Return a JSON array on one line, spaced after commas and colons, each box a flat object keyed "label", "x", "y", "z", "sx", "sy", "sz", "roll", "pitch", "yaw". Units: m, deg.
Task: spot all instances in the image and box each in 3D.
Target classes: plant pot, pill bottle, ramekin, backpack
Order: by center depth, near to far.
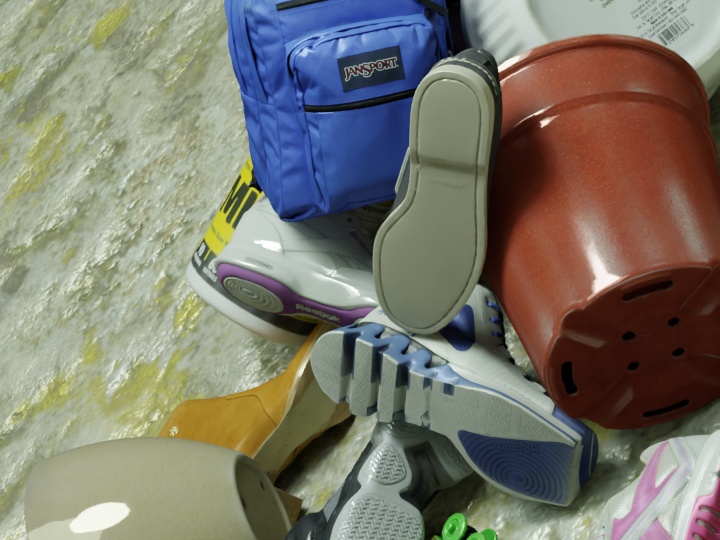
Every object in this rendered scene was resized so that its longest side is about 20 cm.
[{"label": "plant pot", "x": 0.163, "y": -0.016, "z": 1.590, "sx": 0.201, "sy": 0.201, "sz": 0.195, "roll": -36, "pitch": 43, "yaw": 18}, {"label": "backpack", "x": -0.002, "y": -0.148, "z": 1.696, "sx": 0.162, "sy": 0.200, "sz": 0.168, "roll": -14, "pitch": 14, "yaw": -13}, {"label": "plant pot", "x": -0.122, "y": 0.195, "z": 1.697, "sx": 0.134, "sy": 0.200, "sz": 0.200, "roll": -25, "pitch": 39, "yaw": 13}, {"label": "ramekin", "x": 0.176, "y": -0.191, "z": 1.698, "sx": 0.200, "sy": 0.200, "sz": 0.105, "roll": -58, "pitch": 2, "yaw": -14}, {"label": "pill bottle", "x": -0.039, "y": -0.053, "z": 1.865, "sx": 0.200, "sy": 0.114, "sz": 0.114, "roll": -60, "pitch": 32, "yaw": 12}]

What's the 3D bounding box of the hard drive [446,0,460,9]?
[{"label": "hard drive", "x": 0.013, "y": -0.235, "z": 1.820, "sx": 0.200, "sy": 0.033, "sz": 0.140, "roll": -33, "pitch": 59, "yaw": 2}]

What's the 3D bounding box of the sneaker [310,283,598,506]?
[{"label": "sneaker", "x": 0.079, "y": 0.064, "z": 1.633, "sx": 0.199, "sy": 0.081, "sz": 0.115, "roll": 26, "pitch": 45, "yaw": 18}]

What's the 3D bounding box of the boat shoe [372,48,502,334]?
[{"label": "boat shoe", "x": 0.057, "y": -0.051, "z": 1.567, "sx": 0.073, "sy": 0.200, "sz": 0.063, "roll": 17, "pitch": 34, "yaw": 11}]

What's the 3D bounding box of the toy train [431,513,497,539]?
[{"label": "toy train", "x": 0.097, "y": 0.219, "z": 1.555, "sx": 0.056, "sy": 0.042, "sz": 0.200, "roll": -58, "pitch": 33, "yaw": 5}]

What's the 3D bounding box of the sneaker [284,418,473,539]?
[{"label": "sneaker", "x": 0.010, "y": 0.154, "z": 1.679, "sx": 0.114, "sy": 0.075, "sz": 0.200, "roll": -40, "pitch": 13, "yaw": 45}]

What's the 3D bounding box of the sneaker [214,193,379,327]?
[{"label": "sneaker", "x": 0.000, "y": 0.000, "z": 1.765, "sx": 0.075, "sy": 0.200, "sz": 0.100, "roll": 103, "pitch": -170, "yaw": -60}]

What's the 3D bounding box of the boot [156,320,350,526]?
[{"label": "boot", "x": -0.081, "y": 0.103, "z": 1.831, "sx": 0.144, "sy": 0.071, "sz": 0.201, "roll": 9, "pitch": 70, "yaw": 44}]

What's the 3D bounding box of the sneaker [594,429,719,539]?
[{"label": "sneaker", "x": 0.181, "y": 0.181, "z": 1.469, "sx": 0.088, "sy": 0.081, "sz": 0.200, "roll": -5, "pitch": 45, "yaw": 47}]

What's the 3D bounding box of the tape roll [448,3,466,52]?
[{"label": "tape roll", "x": 0.066, "y": -0.248, "z": 1.882, "sx": 0.200, "sy": 0.085, "sz": 0.200, "roll": -9, "pitch": 66, "yaw": 20}]
